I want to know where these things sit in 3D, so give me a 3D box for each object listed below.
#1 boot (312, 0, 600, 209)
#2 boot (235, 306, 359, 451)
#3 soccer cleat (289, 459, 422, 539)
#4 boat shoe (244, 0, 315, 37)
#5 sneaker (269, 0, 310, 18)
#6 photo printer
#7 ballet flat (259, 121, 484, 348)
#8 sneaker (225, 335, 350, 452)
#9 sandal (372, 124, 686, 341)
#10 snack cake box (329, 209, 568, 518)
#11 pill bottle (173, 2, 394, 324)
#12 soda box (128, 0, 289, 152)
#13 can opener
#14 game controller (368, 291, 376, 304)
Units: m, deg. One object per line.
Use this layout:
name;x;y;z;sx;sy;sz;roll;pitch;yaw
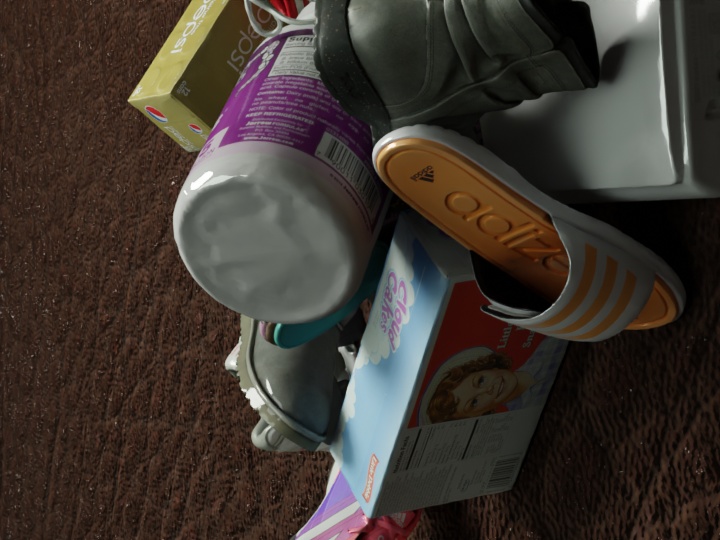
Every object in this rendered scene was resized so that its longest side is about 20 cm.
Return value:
boot;0.067;-0.092;0.826;0.129;0.200;0.068;-6;66;21
boot;-0.001;-0.001;1.052;0.200;0.072;0.182;-45;32;17
soccer cleat;-0.001;0.187;1.093;0.073;0.068;0.201;-13;40;44
boat shoe;-0.050;-0.180;0.892;0.202;0.086;0.075;54;171;45
sneaker;-0.025;-0.267;1.092;0.078;0.114;0.203;18;111;60
photo printer;0.131;-0.121;0.872;0.199;0.069;0.169;3;98;62
ballet flat;0.009;-0.032;0.980;0.071;0.199;0.069;52;175;26
sneaker;-0.060;0.049;1.237;0.078;0.098;0.203;-14;83;62
sandal;0.085;-0.002;0.844;0.079;0.205;0.060;-30;38;48
snack cake box;0.062;0.056;0.989;0.067;0.114;0.201;56;141;42
pill bottle;-0.028;-0.074;0.911;0.201;0.111;0.113;-69;2;-47
soda box;-0.084;-0.186;1.153;0.067;0.064;0.201;0;56;55
can opener;-0.026;0.039;1.174;0.053;0.066;0.202;-144;37;-67
game controller;0.034;-0.014;1.123;0.200;0.042;0.105;49;122;47
